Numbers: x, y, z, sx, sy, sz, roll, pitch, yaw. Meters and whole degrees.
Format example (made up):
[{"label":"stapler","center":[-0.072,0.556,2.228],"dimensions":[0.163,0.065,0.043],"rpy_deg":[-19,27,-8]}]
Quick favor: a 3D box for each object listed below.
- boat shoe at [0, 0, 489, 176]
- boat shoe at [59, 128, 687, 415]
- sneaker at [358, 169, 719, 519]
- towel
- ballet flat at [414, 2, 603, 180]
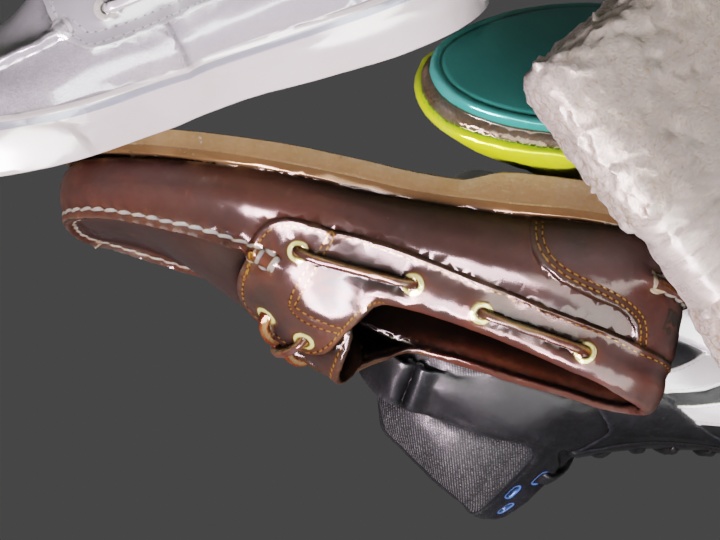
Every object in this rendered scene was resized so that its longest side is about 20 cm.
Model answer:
[{"label":"boat shoe","center":[-0.060,-0.081,0.722],"dimensions":[0.200,0.072,0.069],"rpy_deg":[-16,110,-2]},{"label":"boat shoe","center":[0.000,0.000,0.743],"dimensions":[0.200,0.070,0.070],"rpy_deg":[8,82,12]},{"label":"sneaker","center":[0.093,0.046,0.845],"dimensions":[0.200,0.073,0.112],"rpy_deg":[22,117,-17]},{"label":"towel","center":[0.149,-0.062,0.733],"dimensions":[0.200,0.034,0.133],"rpy_deg":[-40,97,-24]},{"label":"ballet flat","center":[0.106,-0.052,0.771],"dimensions":[0.200,0.067,0.067],"rpy_deg":[-15,141,-24]}]
